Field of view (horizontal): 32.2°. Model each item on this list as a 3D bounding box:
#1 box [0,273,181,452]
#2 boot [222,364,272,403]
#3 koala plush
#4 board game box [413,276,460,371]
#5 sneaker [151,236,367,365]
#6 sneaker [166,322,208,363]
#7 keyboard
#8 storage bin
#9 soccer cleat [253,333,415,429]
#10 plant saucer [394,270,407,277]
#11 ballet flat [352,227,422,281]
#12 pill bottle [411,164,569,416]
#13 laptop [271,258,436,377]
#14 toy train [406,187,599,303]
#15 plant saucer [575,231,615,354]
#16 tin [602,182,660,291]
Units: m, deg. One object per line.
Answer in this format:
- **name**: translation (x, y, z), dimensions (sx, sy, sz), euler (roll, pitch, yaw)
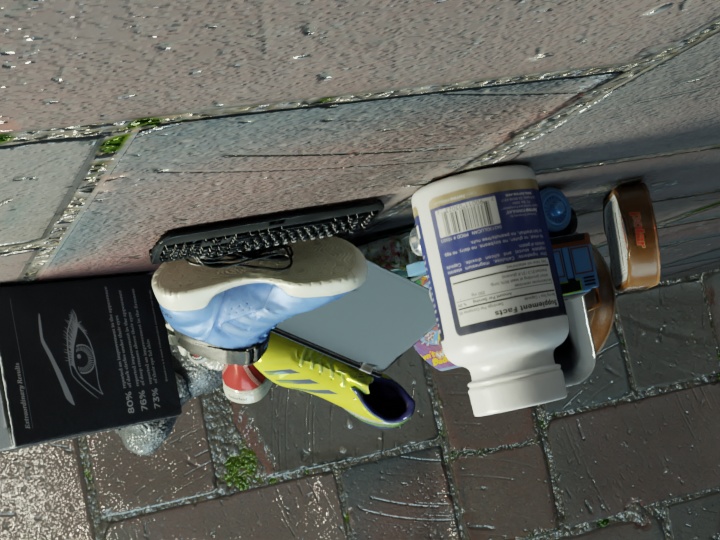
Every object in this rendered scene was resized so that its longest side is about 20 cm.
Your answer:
- **box**: translation (-0.288, 0.089, 1.193), dimensions (0.104, 0.148, 0.200), euler (-16, 172, 42)
- **boot**: translation (-0.113, 0.041, 1.482), dimensions (0.072, 0.145, 0.200), euler (8, -144, 13)
- **koala plush**: translation (-0.251, 0.133, 1.681), dimensions (0.200, 0.184, 0.177), euler (-22, 179, -20)
- **board game box**: translation (0.140, 0.035, 1.568), dimensions (0.199, 0.158, 0.039), euler (-14, 158, 21)
- **sneaker**: translation (-0.087, 0.032, 1.177), dimensions (0.199, 0.077, 0.111), euler (-9, 135, 3)
- **sneaker**: translation (-0.186, 0.060, 1.424), dimensions (0.074, 0.089, 0.200), euler (-11, 173, 5)
- **keyboard**: translation (-0.081, -0.021, 1.087), dimensions (0.199, 0.040, 0.104), euler (-9, 173, -18)
- **storage bin**: translation (0.195, 0.025, 1.415), dimensions (0.145, 0.201, 0.134), euler (-13, -175, 7)
- **soccer cleat**: translation (-0.027, 0.114, 1.360), dimensions (0.200, 0.065, 0.084), euler (29, 160, -20)
- **plant saucer**: translation (0.034, -0.007, 1.472), dimensions (0.199, 0.036, 0.200), euler (-12, 175, -1)
- **ballet flat**: translation (0.000, 0.000, 1.332), dimensions (0.199, 0.064, 0.076), euler (-13, 175, 19)
- **pill bottle**: translation (0.116, 0.019, 1.069), dimensions (0.111, 0.201, 0.111), euler (-11, 174, -1)
- **laptop**: translation (-0.038, 0.023, 1.299), dimensions (0.187, 0.116, 0.200), euler (26, -176, -28)
- **toy train**: translation (0.139, -0.015, 1.217), dimensions (0.200, 0.115, 0.087), euler (-9, 173, -32)
- **plant saucer**: translation (0.208, 0.039, 1.511), dimensions (0.200, 0.201, 0.034), euler (-11, -172, -4)
- **tin**: translation (0.300, -0.033, 1.386), dimensions (0.042, 0.112, 0.200), euler (-12, 174, 4)
